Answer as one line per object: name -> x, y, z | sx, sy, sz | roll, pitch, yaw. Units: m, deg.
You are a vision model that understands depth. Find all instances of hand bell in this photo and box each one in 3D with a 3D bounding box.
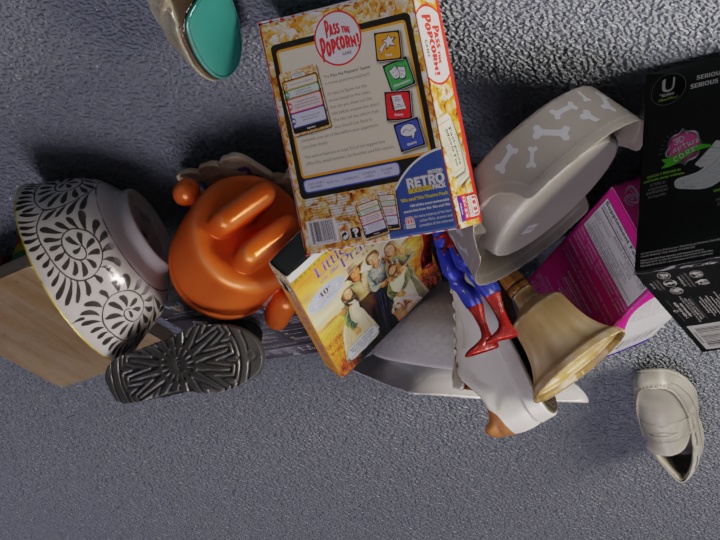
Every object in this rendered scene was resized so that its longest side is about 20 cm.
hand bell -> 0.141, 0.010, 1.697 | 0.104, 0.200, 0.104 | -34, 165, -11

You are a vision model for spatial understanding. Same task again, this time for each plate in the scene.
plate -> 0.113, 0.108, 1.950 | 0.199, 0.033, 0.199 | 5, -178, -18

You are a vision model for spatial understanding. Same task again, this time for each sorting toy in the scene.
sorting toy -> -0.334, 0.036, 2.026 | 0.198, 0.070, 0.200 | -19, 140, 40

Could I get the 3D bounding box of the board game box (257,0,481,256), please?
board game box -> 0.007, -0.123, 1.536 | 0.151, 0.201, 0.046 | -9, -175, 30

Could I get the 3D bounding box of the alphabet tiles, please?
alphabet tiles -> -0.074, -0.059, 1.805 | 0.195, 0.015, 0.200 | 32, 155, -28

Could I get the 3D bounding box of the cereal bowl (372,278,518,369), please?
cereal bowl -> 0.114, 0.054, 1.884 | 0.199, 0.084, 0.200 | 6, -178, 0

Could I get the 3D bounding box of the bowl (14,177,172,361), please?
bowl -> -0.242, -0.019, 1.824 | 0.094, 0.201, 0.201 | -29, 140, 11

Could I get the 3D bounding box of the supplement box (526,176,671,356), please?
supplement box -> 0.251, -0.003, 1.727 | 0.101, 0.104, 0.200 | -18, 163, -28

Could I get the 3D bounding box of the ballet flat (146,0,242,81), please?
ballet flat -> -0.152, -0.235, 1.525 | 0.062, 0.068, 0.200 | 26, 157, 30

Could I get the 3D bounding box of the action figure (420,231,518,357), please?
action figure -> 0.080, -0.024, 1.675 | 0.051, 0.201, 0.065 | -14, 167, -24

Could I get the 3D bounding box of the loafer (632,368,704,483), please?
loafer -> 0.345, 0.172, 2.075 | 0.070, 0.070, 0.200 | -5, 148, 23

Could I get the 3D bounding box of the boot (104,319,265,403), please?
boot -> -0.140, 0.083, 1.848 | 0.164, 0.066, 0.200 | -9, 179, 18

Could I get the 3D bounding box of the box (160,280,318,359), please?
box -> -0.112, 0.036, 1.963 | 0.199, 0.049, 0.158 | -11, 145, 45

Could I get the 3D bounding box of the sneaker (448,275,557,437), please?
sneaker -> 0.107, 0.063, 1.752 | 0.084, 0.201, 0.073 | -30, 160, 23

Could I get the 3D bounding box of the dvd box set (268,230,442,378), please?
dvd box set -> 0.000, 0.000, 1.742 | 0.029, 0.146, 0.200 | 38, 165, 31

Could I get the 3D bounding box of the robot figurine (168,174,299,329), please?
robot figurine -> -0.119, -0.021, 1.759 | 0.143, 0.117, 0.200 | 17, 160, -11

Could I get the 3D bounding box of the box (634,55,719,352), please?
box -> 0.314, -0.059, 1.544 | 0.124, 0.201, 0.149 | -10, 146, 30

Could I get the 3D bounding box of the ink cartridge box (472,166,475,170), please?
ink cartridge box -> 0.058, -0.074, 1.763 | 0.199, 0.037, 0.095 | 17, 151, -9

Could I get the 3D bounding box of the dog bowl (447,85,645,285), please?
dog bowl -> 0.154, -0.076, 1.593 | 0.059, 0.200, 0.200 | 49, 154, 15
